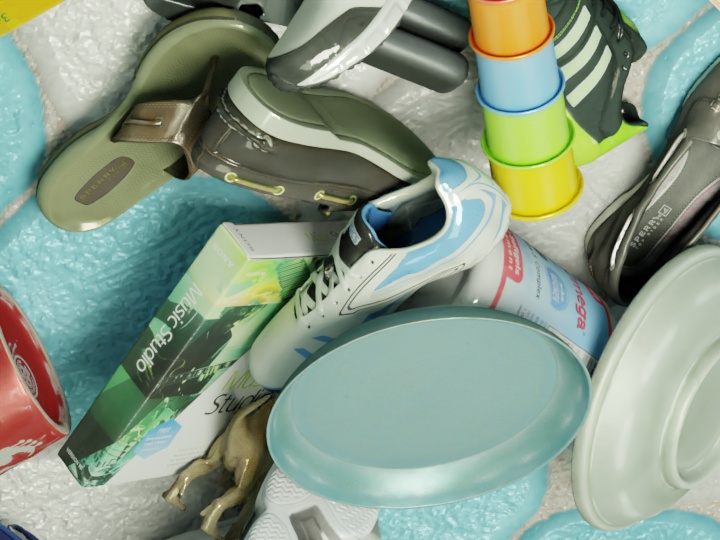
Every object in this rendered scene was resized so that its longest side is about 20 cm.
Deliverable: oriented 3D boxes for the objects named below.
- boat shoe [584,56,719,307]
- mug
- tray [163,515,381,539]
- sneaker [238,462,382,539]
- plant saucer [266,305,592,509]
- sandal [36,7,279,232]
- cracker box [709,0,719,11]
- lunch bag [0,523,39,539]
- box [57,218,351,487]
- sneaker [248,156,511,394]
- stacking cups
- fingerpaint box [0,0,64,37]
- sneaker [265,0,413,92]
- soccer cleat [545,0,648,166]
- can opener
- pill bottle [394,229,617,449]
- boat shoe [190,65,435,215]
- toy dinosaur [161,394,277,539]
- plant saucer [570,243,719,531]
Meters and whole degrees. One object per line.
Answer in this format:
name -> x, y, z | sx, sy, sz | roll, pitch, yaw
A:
boat shoe -> 0.216, -0.058, 1.531 | 0.067, 0.057, 0.200 | 24, 118, -25
mug -> -0.285, 0.114, 1.496 | 0.199, 0.178, 0.134 | -27, 139, 3
tray -> -0.085, 0.188, 1.628 | 0.199, 0.107, 0.022 | -18, 104, 2
sneaker -> -0.058, 0.190, 1.541 | 0.075, 0.200, 0.114 | 35, 137, -6
plant saucer -> 0.041, 0.080, 1.465 | 0.199, 0.028, 0.201 | -6, 142, -5
sandal -> -0.116, -0.079, 1.440 | 0.080, 0.057, 0.201 | 26, 125, -32
cracker box -> 0.241, -0.171, 1.408 | 0.058, 0.134, 0.200 | -41, 123, 18
lunch bag -> -0.246, 0.234, 1.574 | 0.132, 0.200, 0.136 | -38, 124, -19
box -> -0.087, 0.051, 1.521 | 0.144, 0.036, 0.200 | -4, 136, -54
sneaker -> 0.000, 0.000, 1.444 | 0.200, 0.072, 0.072 | -39, 125, 24
stacking cups -> 0.090, -0.124, 1.396 | 0.060, 0.061, 0.201 | -13, 129, -1
fingerpaint box -> -0.160, -0.248, 1.316 | 0.199, 0.073, 0.167 | -27, 125, 9
sneaker -> 0.003, -0.187, 1.366 | 0.080, 0.074, 0.200 | 43, 74, -22
soccer cleat -> 0.125, -0.150, 1.452 | 0.081, 0.068, 0.200 | -24, 132, -6
can opener -> -0.028, -0.156, 1.430 | 0.199, 0.053, 0.066 | 17, 155, -19
pill bottle -> 0.097, 0.042, 1.540 | 0.109, 0.109, 0.200 | -40, 135, 18
boat shoe -> -0.023, -0.068, 1.443 | 0.061, 0.072, 0.201 | -49, 145, 19
toy dinosaur -> -0.080, 0.121, 1.563 | 0.101, 0.058, 0.200 | -53, 161, -6
plant saucer -> 0.210, 0.084, 1.563 | 0.200, 0.050, 0.201 | -35, 137, -40
